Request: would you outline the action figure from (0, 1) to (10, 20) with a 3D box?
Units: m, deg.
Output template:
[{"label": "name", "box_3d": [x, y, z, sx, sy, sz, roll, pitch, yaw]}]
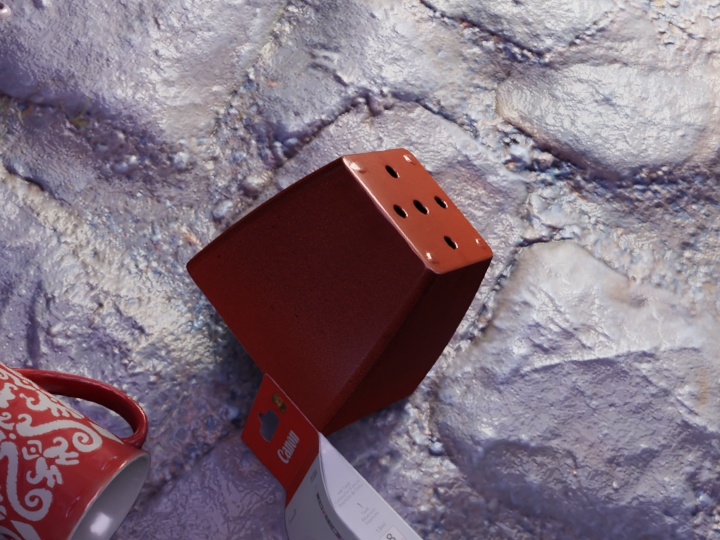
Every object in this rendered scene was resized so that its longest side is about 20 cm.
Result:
[{"label": "action figure", "box_3d": [-0.475, -0.233, 1.330, 0.149, 0.133, 0.202, 40, 72, -39]}]

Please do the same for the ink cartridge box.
[{"label": "ink cartridge box", "box_3d": [-0.042, 0.206, 1.163, 0.200, 0.163, 0.057, 42, 60, 9]}]

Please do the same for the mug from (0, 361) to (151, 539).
[{"label": "mug", "box_3d": [-0.295, 0.158, 1.176, 0.199, 0.177, 0.134, 33, 100, 9]}]

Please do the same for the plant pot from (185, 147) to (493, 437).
[{"label": "plant pot", "box_3d": [0.000, 0.000, 1.206, 0.200, 0.176, 0.199, 50, 28, 13]}]
